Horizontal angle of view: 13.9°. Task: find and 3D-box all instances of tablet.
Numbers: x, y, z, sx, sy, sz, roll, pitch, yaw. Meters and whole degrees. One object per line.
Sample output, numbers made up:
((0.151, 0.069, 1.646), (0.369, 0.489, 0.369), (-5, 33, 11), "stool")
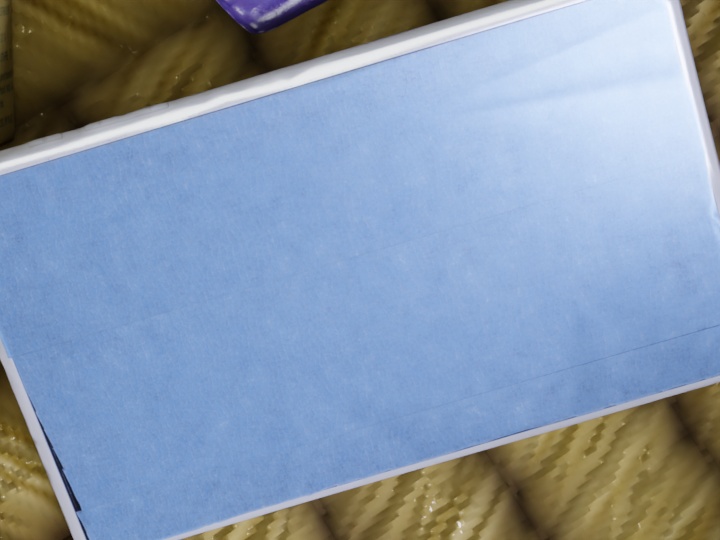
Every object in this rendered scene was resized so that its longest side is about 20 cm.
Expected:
((0.000, 0.000, 0.786), (0.199, 0.014, 0.130), (-17, 120, 3), "tablet")

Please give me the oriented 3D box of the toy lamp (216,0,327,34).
((0.034, -0.141, 0.768), (0.200, 0.058, 0.058), (-43, 94, 3), "toy lamp")

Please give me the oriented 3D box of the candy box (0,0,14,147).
((-0.153, -0.131, 0.774), (0.116, 0.056, 0.201), (-1, 96, 2), "candy box")
